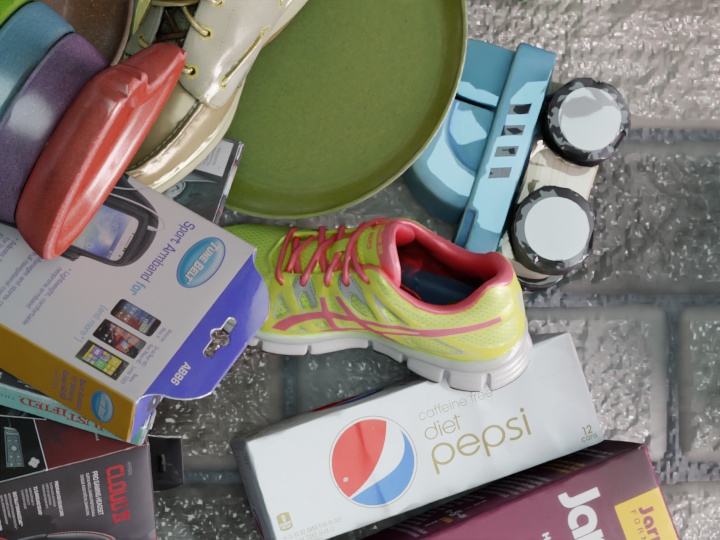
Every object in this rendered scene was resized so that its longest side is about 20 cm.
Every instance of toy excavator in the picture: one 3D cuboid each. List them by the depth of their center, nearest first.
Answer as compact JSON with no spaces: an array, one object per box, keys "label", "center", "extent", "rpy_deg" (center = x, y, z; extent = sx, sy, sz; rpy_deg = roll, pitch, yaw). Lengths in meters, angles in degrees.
[{"label":"toy excavator","center":[0.051,-0.102,1.221],"extent":[0.199,0.100,0.195],"rpy_deg":[17,83,-2]}]

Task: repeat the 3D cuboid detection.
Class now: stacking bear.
[{"label":"stacking bear","center":[-0.203,-0.103,1.019],"extent":[0.199,0.121,0.114],"rpy_deg":[32,107,1]}]

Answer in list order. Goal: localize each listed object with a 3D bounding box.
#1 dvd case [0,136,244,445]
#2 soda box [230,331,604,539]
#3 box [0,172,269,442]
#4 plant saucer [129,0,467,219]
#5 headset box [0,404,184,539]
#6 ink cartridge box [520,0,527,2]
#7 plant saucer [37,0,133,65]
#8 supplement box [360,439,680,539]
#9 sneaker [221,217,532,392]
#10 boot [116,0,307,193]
[{"label":"dvd case","center":[-0.153,-0.012,1.111],"extent":[0.145,0.022,0.201],"rpy_deg":[16,51,-1]},{"label":"soda box","center":[0.031,0.096,1.217],"extent":[0.199,0.064,0.068],"rpy_deg":[-18,91,-13]},{"label":"box","center":[-0.147,0.000,1.066],"extent":[0.199,0.042,0.119],"rpy_deg":[31,52,8]},{"label":"plant saucer","center":[-0.033,-0.126,1.194],"extent":[0.199,0.031,0.201],"rpy_deg":[-2,84,17]},{"label":"headset box","center":[-0.190,0.119,1.121],"extent":[0.199,0.149,0.075],"rpy_deg":[-13,55,-13]},{"label":"ink cartridge box","center":[0.150,-0.233,1.186],"extent":[0.145,0.200,0.088],"rpy_deg":[-35,95,-11]},{"label":"plant saucer","center":[-0.200,-0.182,1.147],"extent":[0.037,0.200,0.202],"rpy_deg":[-15,91,32]},{"label":"supplement box","center":[0.080,0.183,1.211],"extent":[0.199,0.086,0.111],"rpy_deg":[-22,92,-12]},{"label":"sneaker","center":[0.000,0.000,1.178],"extent":[0.199,0.091,0.078],"rpy_deg":[10,53,7]},{"label":"boot","center":[-0.089,-0.143,1.091],"extent":[0.072,0.155,0.200],"rpy_deg":[31,74,16]}]
